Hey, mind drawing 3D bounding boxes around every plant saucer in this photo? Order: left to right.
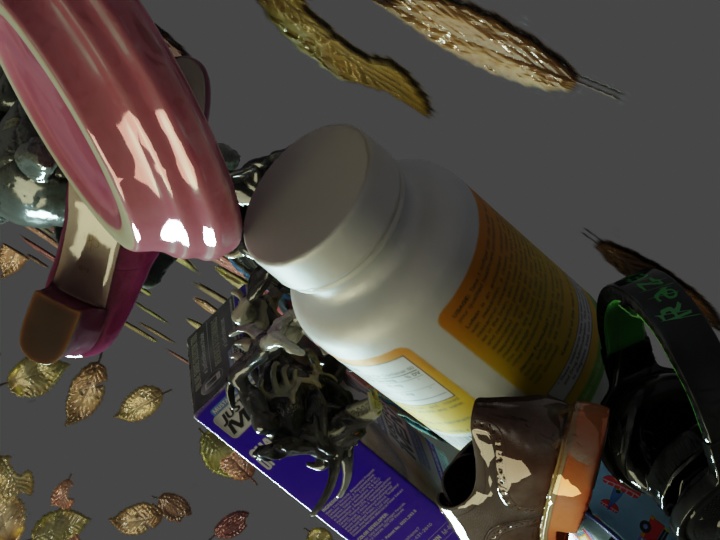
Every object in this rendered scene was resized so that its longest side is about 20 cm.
[{"bbox_3d":[-0.131,-0.086,0.881,0.201,0.051,0.201,54,166,20],"label":"plant saucer"}]

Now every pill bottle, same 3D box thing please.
[{"bbox_3d":[0.035,0.012,0.918,0.200,0.111,0.111,39,168,-37],"label":"pill bottle"}]

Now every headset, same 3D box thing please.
[{"bbox_3d":[0.151,0.099,0.869,0.124,0.094,0.200,-132,20,-66],"label":"headset"}]

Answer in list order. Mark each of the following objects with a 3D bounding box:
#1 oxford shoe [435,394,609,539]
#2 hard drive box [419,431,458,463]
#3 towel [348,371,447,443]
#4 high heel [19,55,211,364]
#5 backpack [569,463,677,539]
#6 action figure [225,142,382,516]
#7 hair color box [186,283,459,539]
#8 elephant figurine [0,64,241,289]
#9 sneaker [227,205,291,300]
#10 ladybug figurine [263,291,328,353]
[{"bbox_3d":[0.076,0.122,0.923,0.073,0.071,0.200,15,141,5],"label":"oxford shoe"},{"bbox_3d":[0.136,0.167,1.520,0.156,0.077,0.200,33,170,-14],"label":"hard drive box"},{"bbox_3d":[0.097,0.106,1.287,0.147,0.022,0.200,-3,-163,-42],"label":"towel"},{"bbox_3d":[-0.136,-0.038,1.039,0.067,0.200,0.096,34,-167,5],"label":"high heel"},{"bbox_3d":[0.163,0.144,1.073,0.183,0.135,0.200,42,169,-1],"label":"backpack"},{"bbox_3d":[-0.030,0.032,0.999,0.102,0.119,0.200,-22,91,35],"label":"action figure"},{"bbox_3d":[-0.021,0.109,1.166,0.200,0.065,0.109,40,-167,-22],"label":"hair color box"},{"bbox_3d":[-0.143,-0.061,1.139,0.200,0.155,0.141,25,141,-28],"label":"elephant figurine"},{"bbox_3d":[0.000,0.000,1.079,0.199,0.071,0.083,24,160,14],"label":"sneaker"},{"bbox_3d":[-0.011,0.018,1.217,0.136,0.072,0.200,34,171,-15],"label":"ladybug figurine"}]
